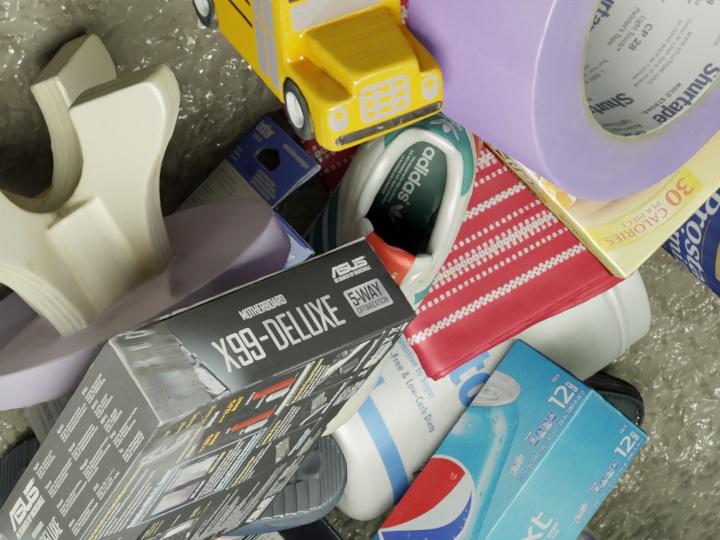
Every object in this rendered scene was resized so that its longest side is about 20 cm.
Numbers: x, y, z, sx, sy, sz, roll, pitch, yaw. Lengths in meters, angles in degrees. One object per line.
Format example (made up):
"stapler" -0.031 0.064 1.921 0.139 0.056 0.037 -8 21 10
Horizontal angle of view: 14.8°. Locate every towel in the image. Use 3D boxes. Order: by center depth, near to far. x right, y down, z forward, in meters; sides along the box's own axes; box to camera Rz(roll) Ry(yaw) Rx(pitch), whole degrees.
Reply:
"towel" 0.050 -0.058 1.469 0.144 0.022 0.201 -29 90 -16

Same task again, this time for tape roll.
"tape roll" 0.120 -0.140 1.308 0.199 0.085 0.201 -32 141 -31

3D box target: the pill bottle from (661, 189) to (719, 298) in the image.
"pill bottle" 0.243 -0.025 1.590 0.111 0.200 0.113 -19 130 -24

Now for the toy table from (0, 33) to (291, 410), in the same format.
"toy table" -0.143 -0.021 1.333 0.199 0.184 0.118 -23 112 20

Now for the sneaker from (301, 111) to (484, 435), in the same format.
"sneaker" 0.001 0.000 1.390 0.070 0.093 0.201 27 104 -2

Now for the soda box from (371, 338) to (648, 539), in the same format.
"soda box" 0.060 0.142 1.472 0.201 0.064 0.068 -54 138 -2

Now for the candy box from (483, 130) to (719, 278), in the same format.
"candy box" 0.165 -0.106 1.443 0.200 0.055 0.115 -45 94 -2

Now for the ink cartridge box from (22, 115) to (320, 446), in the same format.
"ink cartridge box" -0.093 0.014 1.430 0.042 0.119 0.200 41 91 -21

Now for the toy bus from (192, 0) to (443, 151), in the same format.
"toy bus" -0.033 -0.139 1.306 0.065 0.200 0.079 -20 131 -19

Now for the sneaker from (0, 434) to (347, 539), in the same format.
"sneaker" -0.093 0.120 1.492 0.198 0.071 0.082 -3 151 19

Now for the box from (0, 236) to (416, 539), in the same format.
"box" -0.081 0.079 1.317 0.157 0.050 0.200 -22 159 -38

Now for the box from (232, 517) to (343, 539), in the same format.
"box" -0.034 0.207 1.590 0.104 0.148 0.200 -40 135 -6

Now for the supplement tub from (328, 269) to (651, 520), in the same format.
"supplement tub" 0.046 0.035 1.539 0.199 0.132 0.132 -33 134 -12

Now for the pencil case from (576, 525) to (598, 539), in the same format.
"pencil case" 0.125 0.196 1.664 0.090 0.200 0.083 -31 127 -12

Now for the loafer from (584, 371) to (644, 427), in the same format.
"loafer" 0.094 0.104 1.661 0.199 0.070 0.069 -7 115 -33
